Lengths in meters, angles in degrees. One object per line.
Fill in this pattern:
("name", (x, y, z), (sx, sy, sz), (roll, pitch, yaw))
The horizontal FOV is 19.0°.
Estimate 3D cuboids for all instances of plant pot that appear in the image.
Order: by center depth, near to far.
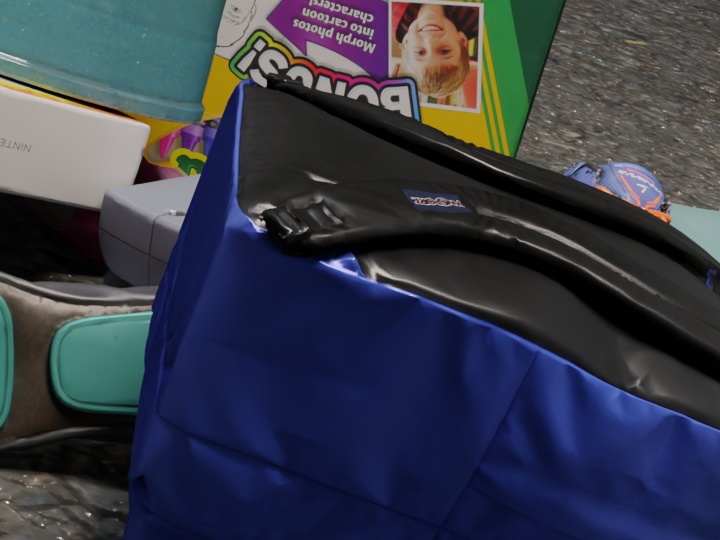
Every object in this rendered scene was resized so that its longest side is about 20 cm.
("plant pot", (-0.131, -0.184, 0.918), (0.200, 0.188, 0.200), (20, 7, -3))

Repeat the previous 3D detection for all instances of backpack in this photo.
("backpack", (0.032, 0.047, 0.675), (0.200, 0.168, 0.163), (18, 25, -10))

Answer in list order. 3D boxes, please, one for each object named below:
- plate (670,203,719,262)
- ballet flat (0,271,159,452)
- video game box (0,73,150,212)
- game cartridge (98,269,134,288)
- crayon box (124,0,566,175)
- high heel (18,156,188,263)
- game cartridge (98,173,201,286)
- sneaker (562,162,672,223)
("plate", (0.231, 0.024, 1.050), (0.200, 0.026, 0.200), (34, 16, -11))
("ballet flat", (-0.122, 0.033, 0.762), (0.200, 0.073, 0.073), (4, 21, -18))
("video game box", (-0.215, -0.081, 0.855), (0.182, 0.047, 0.200), (27, 10, 37))
("game cartridge", (-0.025, 0.011, 0.918), (0.129, 0.038, 0.200), (7, 15, 17))
("crayon box", (-0.016, -0.096, 1.045), (0.200, 0.173, 0.058), (18, 15, 4))
("high heel", (-0.160, -0.065, 1.002), (0.200, 0.067, 0.096), (42, 19, 28))
("game cartridge", (0.000, 0.000, 0.846), (0.200, 0.042, 0.133), (18, 24, 35))
("sneaker", (0.113, -0.014, 0.996), (0.075, 0.079, 0.200), (28, 1, -16))
